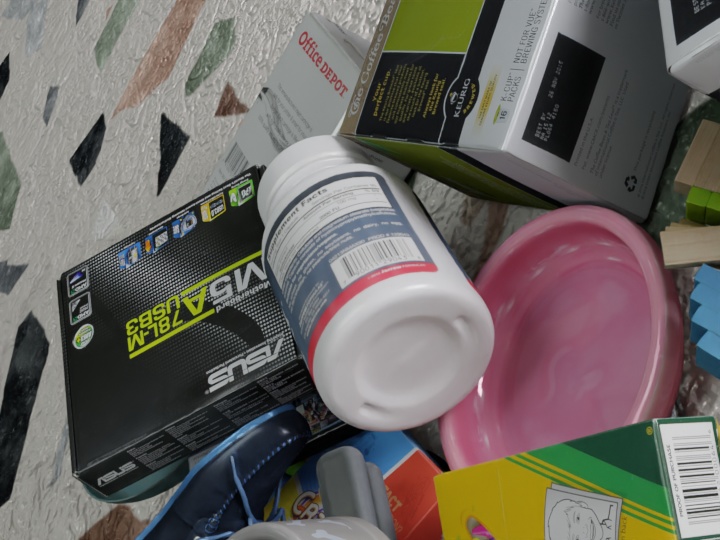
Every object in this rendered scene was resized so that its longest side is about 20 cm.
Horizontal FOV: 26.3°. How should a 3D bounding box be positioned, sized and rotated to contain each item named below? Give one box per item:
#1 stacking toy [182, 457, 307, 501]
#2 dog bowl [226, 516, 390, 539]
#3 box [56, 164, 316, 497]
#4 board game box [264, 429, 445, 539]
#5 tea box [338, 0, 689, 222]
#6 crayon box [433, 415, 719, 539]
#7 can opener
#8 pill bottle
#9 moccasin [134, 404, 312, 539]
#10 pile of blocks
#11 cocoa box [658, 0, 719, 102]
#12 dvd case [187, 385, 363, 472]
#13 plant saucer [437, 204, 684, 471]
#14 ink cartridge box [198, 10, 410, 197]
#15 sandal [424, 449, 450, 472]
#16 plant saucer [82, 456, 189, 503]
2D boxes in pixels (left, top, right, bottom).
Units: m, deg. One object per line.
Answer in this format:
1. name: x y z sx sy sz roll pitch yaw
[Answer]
1. stacking toy: -0.044 0.126 1.163 0.199 0.085 0.086 -32 47 33
2. dog bowl: -0.045 0.236 0.878 0.200 0.058 0.201 -28 54 47
3. box: -0.130 0.042 1.140 0.199 0.048 0.194 -27 46 16
4. board game box: -0.023 0.195 1.031 0.200 0.040 0.153 -48 28 0
5. tea box: 0.114 -0.154 1.028 0.196 0.133 0.201 16 85 56
6. crayon box: 0.129 0.194 0.831 0.172 0.058 0.201 -23 71 47
7. can opener: 0.020 0.193 0.912 0.066 0.053 0.201 -28 50 12
8. pill bottle: 0.000 0.000 1.025 0.120 0.119 0.200 -54 36 21
9. moccasin: -0.090 0.173 1.039 0.068 0.080 0.200 51 120 22
10. pile of blocks: 0.209 0.015 0.852 0.081 0.062 0.201 -3 59 9
11. cocoa box: 0.249 -0.194 0.856 0.133 0.131 0.201 -32 48 42
12. dvd case: -0.071 0.061 1.131 0.142 0.018 0.201 -27 47 15
13. plant saucer: 0.129 0.061 0.961 0.200 0.051 0.202 -32 49 44
14. ink cartridge box: -0.039 -0.087 1.258 0.201 0.083 0.145 -58 34 17
15. sandal: -0.002 0.212 1.079 0.200 0.045 0.075 -45 38 7
16. plant saucer: -0.144 0.104 1.222 0.200 0.027 0.201 -34 31 23
